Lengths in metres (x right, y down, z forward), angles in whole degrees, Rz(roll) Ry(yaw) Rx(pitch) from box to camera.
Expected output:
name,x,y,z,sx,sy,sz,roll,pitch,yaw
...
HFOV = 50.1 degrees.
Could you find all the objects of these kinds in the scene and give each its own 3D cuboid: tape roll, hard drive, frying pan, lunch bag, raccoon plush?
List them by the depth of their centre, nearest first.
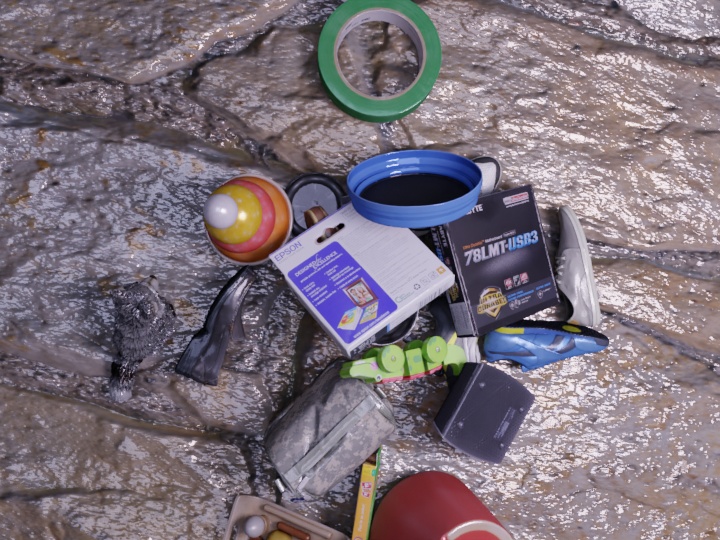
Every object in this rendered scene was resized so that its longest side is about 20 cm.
name,x,y,z,sx,sy,sz,roll,pitch,yaw
lunch bag,-0.047,0.239,1.153,0.200,0.168,0.139,-43,90,-4
raccoon plush,-0.337,0.106,1.159,0.096,0.134,0.202,5,87,-4
hard drive,0.188,0.215,1.173,0.042,0.200,0.136,26,85,41
frying pan,0.065,0.072,1.180,0.189,0.031,0.116,27,85,-15
frying pan,-0.037,-0.095,1.242,0.188,0.031,0.116,10,89,0
tape roll,0.030,-0.343,1.245,0.199,0.048,0.202,0,87,-3

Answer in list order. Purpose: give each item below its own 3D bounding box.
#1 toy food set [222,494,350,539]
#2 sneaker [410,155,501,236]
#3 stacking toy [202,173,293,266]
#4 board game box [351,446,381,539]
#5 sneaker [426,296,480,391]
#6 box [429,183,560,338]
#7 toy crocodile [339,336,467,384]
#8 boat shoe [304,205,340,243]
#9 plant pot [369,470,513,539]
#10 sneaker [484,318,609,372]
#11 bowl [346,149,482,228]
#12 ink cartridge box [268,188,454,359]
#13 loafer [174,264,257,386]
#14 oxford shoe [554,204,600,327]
name,x,y,z,sx,sy,sz,roll,pitch,yaw
toy food set,-0.122,0.443,1.165,0.199,0.060,0.145,16,86,24
sneaker,0.147,-0.117,1.221,0.199,0.088,0.076,-35,88,-6
stacking toy,-0.187,-0.085,1.139,0.145,0.200,0.148,0,87,7
board game box,0.006,0.373,1.185,0.030,0.096,0.202,11,87,6
sneaker,0.147,0.135,1.226,0.084,0.074,0.202,0,87,15
box,0.208,-0.018,1.190,0.199,0.050,0.200,-15,94,-34
toy crocodile,0.064,0.134,1.106,0.199,0.067,0.062,-7,83,-32
boat shoe,-0.017,-0.021,1.212,0.067,0.072,0.201,-37,104,-13
plant pot,0.129,0.413,1.129,0.199,0.177,0.202,1,88,-18
sneaker,0.296,0.123,1.235,0.198,0.066,0.079,4,102,-4
bowl,0.079,-0.121,1.130,0.199,0.201,0.040,-7,121,-3
ink cartridge box,0.000,0.000,1.131,0.197,0.044,0.200,-34,63,-17
loafer,-0.210,0.087,1.205,0.072,0.073,0.201,31,96,-10
oxford shoe,0.338,-0.005,1.236,0.057,0.075,0.202,-11,90,6
